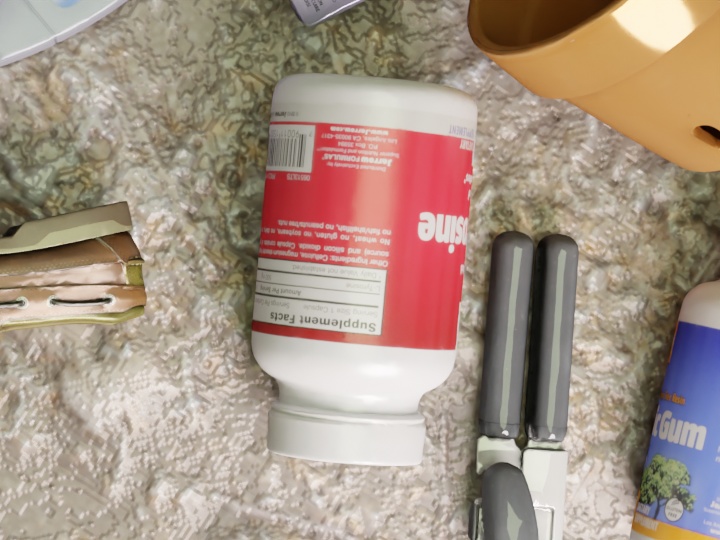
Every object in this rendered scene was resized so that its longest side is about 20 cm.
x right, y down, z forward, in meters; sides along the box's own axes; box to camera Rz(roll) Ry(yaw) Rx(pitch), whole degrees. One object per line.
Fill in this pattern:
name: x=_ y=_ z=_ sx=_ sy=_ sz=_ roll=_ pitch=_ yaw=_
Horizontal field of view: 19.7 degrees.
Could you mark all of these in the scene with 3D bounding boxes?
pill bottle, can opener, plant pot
pill bottle: x=0.223 y=0.071 z=1.146 sx=0.112 sy=0.112 sz=0.201 roll=13 pitch=89 yaw=-9
can opener: x=0.095 y=0.079 z=1.148 sx=0.053 sy=0.067 sz=0.201 roll=4 pitch=91 yaw=-10
pill bottle: x=0.000 y=0.000 z=1.109 sx=0.112 sy=0.112 sz=0.201 roll=5 pitch=91 yaw=-9
plant pot: x=0.176 y=-0.148 z=1.104 sx=0.140 sy=0.200 sz=0.200 roll=41 pitch=85 yaw=-24

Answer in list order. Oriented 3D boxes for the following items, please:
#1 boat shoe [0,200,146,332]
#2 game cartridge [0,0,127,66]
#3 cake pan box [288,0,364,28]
boat shoe: x=-0.211 y=0.018 z=1.095 sx=0.199 sy=0.072 sz=0.068 roll=-14 pitch=92 yaw=-8
game cartridge: x=-0.157 y=-0.207 z=1.119 sx=0.200 sy=0.042 sz=0.133 roll=-41 pitch=93 yaw=-6
cake pan box: x=0.007 y=-0.256 z=1.080 sx=0.184 sy=0.052 sz=0.201 roll=-26 pitch=106 yaw=1
